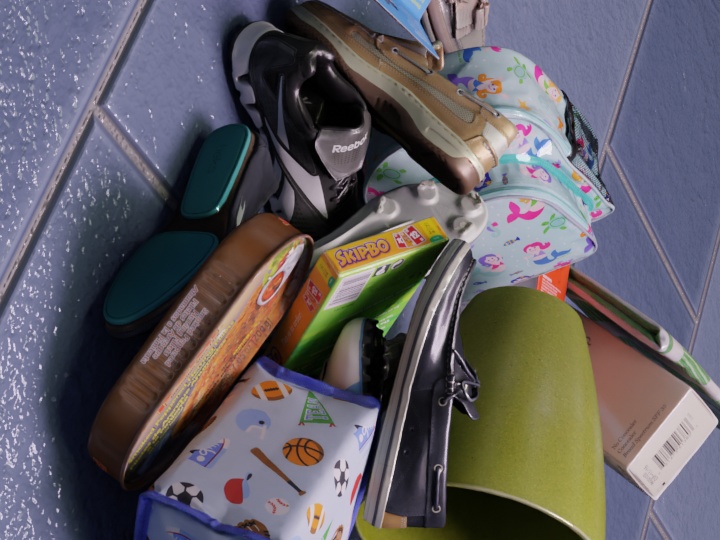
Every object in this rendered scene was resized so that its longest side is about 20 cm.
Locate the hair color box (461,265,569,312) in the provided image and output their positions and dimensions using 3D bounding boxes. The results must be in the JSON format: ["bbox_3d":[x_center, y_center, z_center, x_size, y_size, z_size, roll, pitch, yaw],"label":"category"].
[{"bbox_3d":[0.124,0.014,1.542,0.061,0.101,0.201,30,66,-54],"label":"hair color box"}]

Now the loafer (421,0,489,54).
[{"bbox_3d":[0.081,-0.262,1.502,0.072,0.063,0.201,-48,130,-48],"label":"loafer"}]

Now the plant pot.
[{"bbox_3d":[0.108,0.120,1.344,0.187,0.186,0.201,54,42,-44],"label":"plant pot"}]

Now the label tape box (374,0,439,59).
[{"bbox_3d":[0.004,-0.265,1.271,0.144,0.063,0.200,33,22,-54],"label":"label tape box"}]

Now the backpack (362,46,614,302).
[{"bbox_3d":[0.091,-0.078,1.407,0.200,0.177,0.151,47,30,-46],"label":"backpack"}]

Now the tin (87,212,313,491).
[{"bbox_3d":[-0.103,0.050,1.141,0.200,0.042,0.112,-54,171,-5],"label":"tin"}]

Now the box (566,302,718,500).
[{"bbox_3d":[0.206,0.104,1.572,0.095,0.200,0.078,-51,140,-4],"label":"box"}]

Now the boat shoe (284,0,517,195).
[{"bbox_3d":[0.032,-0.142,1.307,0.076,0.200,0.072,-44,163,-10],"label":"boat shoe"}]

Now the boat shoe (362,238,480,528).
[{"bbox_3d":[0.052,0.079,1.189,0.075,0.062,0.201,30,73,-87],"label":"boat shoe"}]

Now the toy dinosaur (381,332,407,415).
[{"bbox_3d":[0.034,0.076,1.413,0.199,0.048,0.088,-17,145,-36],"label":"toy dinosaur"}]

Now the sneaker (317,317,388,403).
[{"bbox_3d":[-0.022,0.104,1.263,0.200,0.072,0.072,103,0,-49],"label":"sneaker"}]

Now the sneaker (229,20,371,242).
[{"bbox_3d":[-0.028,-0.085,1.290,0.066,0.090,0.201,-39,123,-34],"label":"sneaker"}]

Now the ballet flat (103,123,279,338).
[{"bbox_3d":[-0.106,-0.013,1.196,0.073,0.073,0.200,63,38,-37],"label":"ballet flat"}]

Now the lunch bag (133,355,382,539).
[{"bbox_3d":[-0.078,0.188,1.188,0.170,0.123,0.201,-50,155,-48],"label":"lunch bag"}]

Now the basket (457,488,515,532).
[{"bbox_3d":[0.108,0.222,1.502,0.200,0.138,0.177,113,-16,-81],"label":"basket"}]

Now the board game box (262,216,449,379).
[{"bbox_3d":[-0.016,0.039,1.243,0.095,0.200,0.030,-18,63,-34],"label":"board game box"}]

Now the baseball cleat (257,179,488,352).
[{"bbox_3d":[0.000,0.000,1.312,0.199,0.070,0.107,-23,157,-19],"label":"baseball cleat"}]

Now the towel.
[{"bbox_3d":[0.264,0.080,1.574,0.023,0.152,0.200,-49,133,-4],"label":"towel"}]
